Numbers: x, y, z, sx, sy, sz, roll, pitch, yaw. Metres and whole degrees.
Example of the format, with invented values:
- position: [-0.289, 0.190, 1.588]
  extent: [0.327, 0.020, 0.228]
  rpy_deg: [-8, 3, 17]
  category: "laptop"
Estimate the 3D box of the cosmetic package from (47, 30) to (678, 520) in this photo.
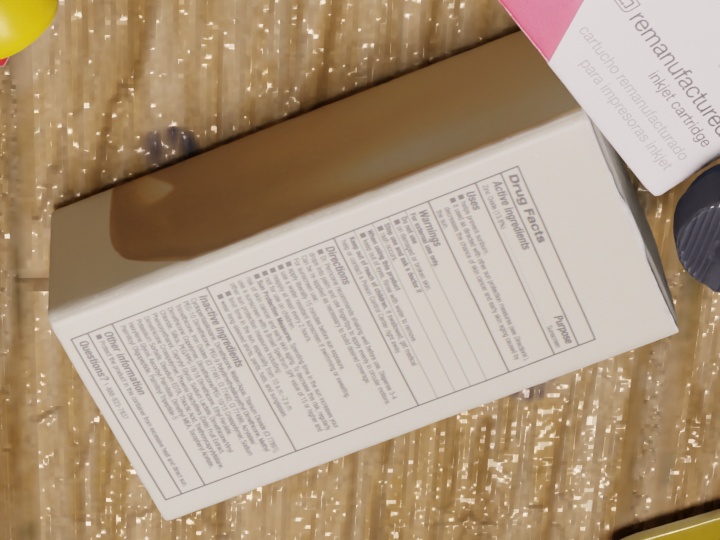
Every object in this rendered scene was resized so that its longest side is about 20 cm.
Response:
- position: [0.000, 0.000, 1.008]
  extent: [0.199, 0.071, 0.105]
  rpy_deg: [-20, 124, 8]
  category: "cosmetic package"

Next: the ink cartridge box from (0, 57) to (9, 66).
- position: [-0.137, -0.145, 0.895]
  extent: [0.116, 0.067, 0.200]
  rpy_deg: [24, 119, -20]
  category: "ink cartridge box"

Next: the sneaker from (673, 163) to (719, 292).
- position: [0.190, -0.033, 0.984]
  extent: [0.199, 0.082, 0.070]
  rpy_deg: [2, 147, -23]
  category: "sneaker"

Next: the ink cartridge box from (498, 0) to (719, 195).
- position: [0.134, -0.142, 0.914]
  extent: [0.200, 0.084, 0.145]
  rpy_deg: [-32, 122, 16]
  category: "ink cartridge box"

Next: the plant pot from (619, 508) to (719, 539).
- position: [0.226, 0.205, 1.112]
  extent: [0.199, 0.200, 0.177]
  rpy_deg: [-18, 136, 7]
  category: "plant pot"

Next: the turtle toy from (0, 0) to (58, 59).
- position: [-0.148, -0.097, 0.824]
  extent: [0.200, 0.101, 0.146]
  rpy_deg: [-26, 123, 13]
  category: "turtle toy"
